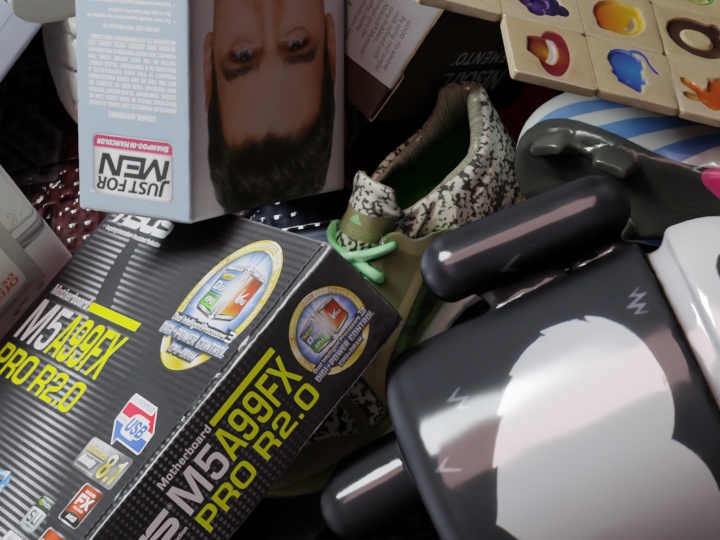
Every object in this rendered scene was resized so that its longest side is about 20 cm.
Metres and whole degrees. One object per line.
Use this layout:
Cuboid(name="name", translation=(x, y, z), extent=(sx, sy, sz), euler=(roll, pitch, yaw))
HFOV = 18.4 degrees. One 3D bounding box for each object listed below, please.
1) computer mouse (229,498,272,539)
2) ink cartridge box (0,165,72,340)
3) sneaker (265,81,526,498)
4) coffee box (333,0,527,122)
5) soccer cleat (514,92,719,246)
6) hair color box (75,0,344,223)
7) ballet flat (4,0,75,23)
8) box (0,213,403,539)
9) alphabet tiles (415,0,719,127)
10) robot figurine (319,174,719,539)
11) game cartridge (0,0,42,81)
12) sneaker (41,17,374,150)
Cuboid(name="computer mouse", translation=(-0.088, 0.135, 0.874), extent=(0.138, 0.053, 0.201), euler=(-4, 58, 21))
Cuboid(name="ink cartridge box", translation=(-0.210, -0.003, 0.921), extent=(0.147, 0.200, 0.083), euler=(-45, 58, -9))
Cuboid(name="sneaker", translation=(0.000, 0.000, 0.891), extent=(0.077, 0.089, 0.200), euler=(20, 61, 34))
Cuboid(name="coffee box", translation=(-0.012, -0.158, 0.946), extent=(0.200, 0.114, 0.080), euler=(46, 119, 21))
Cuboid(name="soccer cleat", translation=(0.159, -0.033, 0.871), extent=(0.199, 0.070, 0.086), euler=(21, 42, 22))
Cuboid(name="hair color box", translation=(-0.056, -0.125, 0.852), extent=(0.060, 0.099, 0.201), euler=(9, 105, 35))
Cuboid(name="ballet flat", translation=(-0.086, -0.152, 0.997), extent=(0.069, 0.070, 0.200), euler=(2, 21, 24))
Cuboid(name="box", translation=(-0.089, 0.050, 0.850), extent=(0.160, 0.044, 0.200), euler=(-51, 26, -10))
Cuboid(name="alphabet tiles", translation=(0.110, -0.113, 0.876), extent=(0.199, 0.006, 0.167), euler=(12, 41, -16))
Cuboid(name="robot figurine", translation=(0.086, 0.062, 0.802), extent=(0.199, 0.150, 0.125), euler=(-25, 40, 6))
Cuboid(name="game cartridge", translation=(-0.185, -0.125, 1.055), extent=(0.133, 0.041, 0.200), euler=(3, 57, 54))
Cuboid(name="sneaker", translation=(-0.062, -0.087, 1.009), extent=(0.200, 0.077, 0.082), euler=(22, 38, 39))
